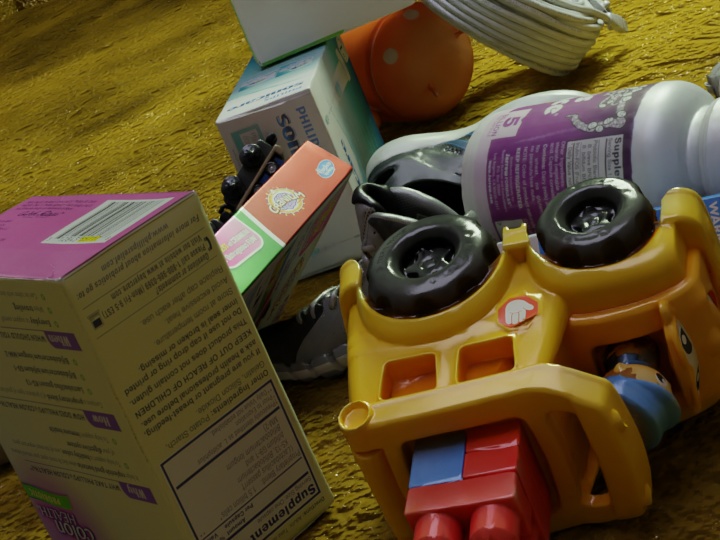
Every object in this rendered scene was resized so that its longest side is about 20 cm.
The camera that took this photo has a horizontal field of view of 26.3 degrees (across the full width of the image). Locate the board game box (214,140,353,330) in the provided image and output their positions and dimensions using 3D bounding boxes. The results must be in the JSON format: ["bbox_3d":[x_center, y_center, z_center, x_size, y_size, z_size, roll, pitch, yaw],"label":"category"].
[{"bbox_3d":[-0.085,0.018,1.041,0.154,0.040,0.200,-62,-6,35],"label":"board game box"}]

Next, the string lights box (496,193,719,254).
[{"bbox_3d":[0.189,-0.010,0.865,0.199,0.059,0.103,-12,-3,27],"label":"string lights box"}]

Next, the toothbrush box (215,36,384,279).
[{"bbox_3d":[-0.040,-0.101,1.278,0.085,0.147,0.200,-19,21,12],"label":"toothbrush box"}]

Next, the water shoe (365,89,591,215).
[{"bbox_3d":[0.103,-0.076,1.204,0.199,0.072,0.079,-17,48,13],"label":"water shoe"}]

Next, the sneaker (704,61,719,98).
[{"bbox_3d":[0.347,-0.182,1.163,0.199,0.075,0.082,-26,21,-6],"label":"sneaker"}]

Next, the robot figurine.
[{"bbox_3d":[0.033,-0.204,1.505,0.143,0.118,0.199,-21,16,-31],"label":"robot figurine"}]

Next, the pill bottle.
[{"bbox_3d":[0.173,-0.061,0.990,0.199,0.113,0.112,-6,26,39],"label":"pill bottle"}]

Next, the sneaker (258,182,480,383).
[{"bbox_3d":[0.000,0.000,1.016,0.199,0.116,0.075,-14,21,23],"label":"sneaker"}]

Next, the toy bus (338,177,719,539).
[{"bbox_3d":[0.088,0.067,0.751,0.198,0.136,0.193,-14,34,16],"label":"toy bus"}]

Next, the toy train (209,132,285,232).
[{"bbox_3d":[-0.106,-0.011,1.150,0.201,0.046,0.034,-61,-5,-6],"label":"toy train"}]

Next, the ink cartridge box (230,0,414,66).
[{"bbox_3d":[-0.038,-0.263,1.344,0.145,0.084,0.200,-22,21,5],"label":"ink cartridge box"}]

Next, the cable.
[{"bbox_3d":[0.131,-0.259,1.437,0.200,0.070,0.199,41,25,25],"label":"cable"}]

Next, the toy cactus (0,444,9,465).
[{"bbox_3d":[-0.234,0.092,1.098,0.164,0.103,0.200,-32,28,3],"label":"toy cactus"}]

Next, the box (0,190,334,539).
[{"bbox_3d":[-0.135,0.065,0.870,0.096,0.201,0.175,-36,23,-34],"label":"box"}]
